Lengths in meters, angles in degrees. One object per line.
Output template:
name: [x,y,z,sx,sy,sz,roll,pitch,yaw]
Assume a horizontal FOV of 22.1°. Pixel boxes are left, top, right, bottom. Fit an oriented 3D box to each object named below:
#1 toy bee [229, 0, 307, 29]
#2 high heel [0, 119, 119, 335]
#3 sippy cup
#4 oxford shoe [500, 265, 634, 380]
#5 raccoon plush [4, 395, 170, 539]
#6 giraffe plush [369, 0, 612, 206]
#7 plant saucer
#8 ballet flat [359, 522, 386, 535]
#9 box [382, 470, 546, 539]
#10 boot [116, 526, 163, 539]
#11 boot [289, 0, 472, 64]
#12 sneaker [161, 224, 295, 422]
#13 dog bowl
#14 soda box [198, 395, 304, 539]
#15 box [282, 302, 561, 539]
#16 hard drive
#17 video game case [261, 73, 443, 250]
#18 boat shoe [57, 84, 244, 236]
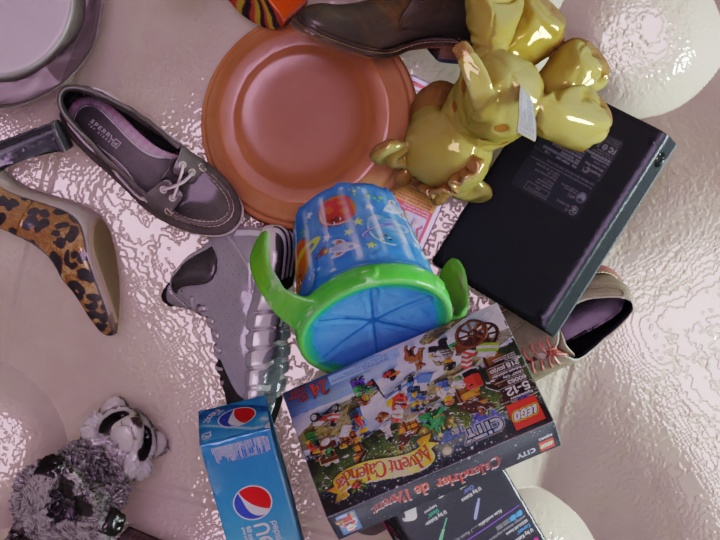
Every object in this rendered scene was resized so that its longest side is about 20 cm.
toy bee: [-0.129,-0.306,1.644,0.131,0.109,0.201,-21,100,-32]
high heel: [-0.300,-0.021,1.652,0.142,0.071,0.201,-19,93,12]
sippy cup: [0.000,0.000,1.584,0.139,0.178,0.131,-27,52,16]
oxford shoe: [0.153,0.064,1.634,0.200,0.075,0.071,-36,107,0]
raccoon plush: [-0.264,0.190,1.650,0.200,0.134,0.097,-26,106,31]
giraffe plush: [0.103,-0.131,1.584,0.172,0.200,0.162,41,129,-11]
plant saucer: [-0.048,-0.135,1.645,0.199,0.037,0.201,-1,85,9]
ballet flat: [0.023,0.137,1.658,0.067,0.046,0.201,9,94,-15]
box: [0.093,0.233,1.594,0.106,0.122,0.200,-32,98,-8]
boot: [-0.201,0.332,1.637,0.146,0.070,0.200,41,89,-2]
boot: [0.035,-0.238,1.602,0.199,0.075,0.097,-1,123,-33]
sneaker: [-0.124,0.054,1.649,0.115,0.075,0.201,7,90,14]
dog bowl: [-0.324,-0.241,1.652,0.199,0.059,0.201,0,89,-1]
soda box: [-0.087,0.215,1.603,0.064,0.068,0.201,-13,113,-1]
box: [0.048,0.122,1.525,0.199,0.038,0.137,-23,48,-1]
hard drive: [0.168,-0.058,1.628,0.139,0.033,0.200,32,89,36]
video game case: [0.009,-0.084,1.670,0.143,0.017,0.201,24,88,0]
boat shoe: [-0.191,-0.097,1.628,0.200,0.057,0.067,36,87,15]
